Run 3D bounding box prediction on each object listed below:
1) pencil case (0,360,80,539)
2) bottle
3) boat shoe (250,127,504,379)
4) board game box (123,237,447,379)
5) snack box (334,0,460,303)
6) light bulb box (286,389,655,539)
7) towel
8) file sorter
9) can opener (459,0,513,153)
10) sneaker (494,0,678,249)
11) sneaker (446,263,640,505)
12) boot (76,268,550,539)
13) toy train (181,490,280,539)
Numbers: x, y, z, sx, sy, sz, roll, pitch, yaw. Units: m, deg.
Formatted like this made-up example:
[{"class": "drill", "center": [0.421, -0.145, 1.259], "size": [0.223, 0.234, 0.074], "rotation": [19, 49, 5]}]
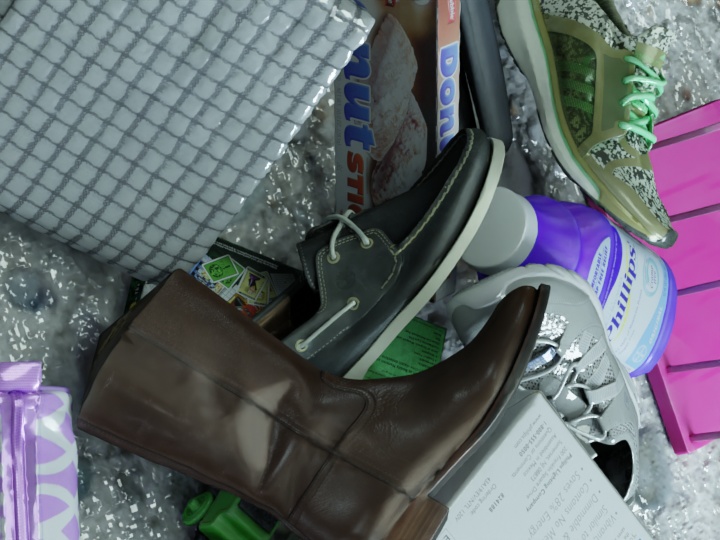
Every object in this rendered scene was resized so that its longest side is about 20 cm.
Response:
[{"class": "pencil case", "center": [-0.174, 0.149, 1.100], "size": [0.084, 0.085, 0.201], "rotation": [-3, 81, -17]}, {"class": "bottle", "center": [0.118, 0.003, 1.309], "size": [0.200, 0.065, 0.084], "rotation": [30, 73, -55]}, {"class": "boat shoe", "center": [0.000, 0.000, 1.194], "size": [0.068, 0.072, 0.200], "rotation": [39, 96, -17]}, {"class": "board game box", "center": [-0.043, 0.051, 1.253], "size": [0.200, 0.023, 0.105], "rotation": [23, 68, -31]}, {"class": "snack box", "center": [0.020, -0.084, 1.241], "size": [0.024, 0.072, 0.200], "rotation": [-26, 124, -46]}, {"class": "light bulb box", "center": [0.062, 0.202, 1.223], "size": [0.198, 0.125, 0.200], "rotation": [-48, 113, -25]}, {"class": "towel", "center": [-0.113, -0.107, 1.126], "size": [0.165, 0.200, 0.086], "rotation": [29, 24, -19]}, {"class": "file sorter", "center": [0.253, -0.007, 1.415], "size": [0.139, 0.125, 0.200], "rotation": [-22, 95, -37]}, {"class": "can opener", "center": [0.053, -0.163, 1.337], "size": [0.079, 0.063, 0.201], "rotation": [-16, 90, -37]}, {"class": "sneaker", "center": [0.151, -0.108, 1.338], "size": [0.077, 0.089, 0.200], "rotation": [16, 46, -60]}, {"class": "sneaker", "center": [0.115, 0.065, 1.248], "size": [0.200, 0.075, 0.082], "rotation": [44, 26, -48]}, {"class": "boot", "center": [-0.024, 0.041, 1.137], "size": [0.200, 0.064, 0.187], "rotation": [29, 68, 7]}, {"class": "toy train", "center": [-0.091, 0.172, 1.175], "size": [0.042, 0.056, 0.200], "rotation": [44, 59, -21]}]
